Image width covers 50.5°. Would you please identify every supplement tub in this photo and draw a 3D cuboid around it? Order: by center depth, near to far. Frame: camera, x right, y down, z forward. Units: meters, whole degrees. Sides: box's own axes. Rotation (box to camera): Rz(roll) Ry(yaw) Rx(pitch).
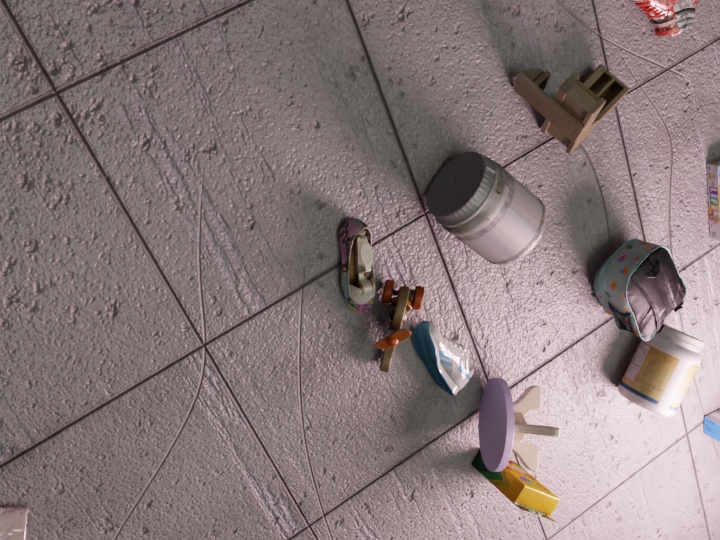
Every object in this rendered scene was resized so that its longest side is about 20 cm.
[{"bbox_3d":[0.733,0.238,1.856,0.145,0.145,0.200,20,98,-31],"label":"supplement tub"}]

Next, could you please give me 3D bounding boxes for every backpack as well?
[{"bbox_3d":[0.623,0.028,1.722,0.176,0.153,0.200,-42,130,-10],"label":"backpack"}]

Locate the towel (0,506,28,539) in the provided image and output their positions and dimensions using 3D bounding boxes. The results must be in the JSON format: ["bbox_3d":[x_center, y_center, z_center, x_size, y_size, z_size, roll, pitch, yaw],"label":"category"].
[{"bbox_3d":[-0.661,0.490,1.256,0.200,0.032,0.191,7,70,-29],"label":"towel"}]

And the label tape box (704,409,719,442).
[{"bbox_3d":[1.069,0.419,2.089,0.200,0.143,0.066,-21,116,-19],"label":"label tape box"}]

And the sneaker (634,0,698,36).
[{"bbox_3d":[0.615,-0.538,1.571,0.201,0.067,0.108,-9,109,-27],"label":"sneaker"}]

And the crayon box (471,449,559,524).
[{"bbox_3d":[0.357,0.484,1.720,0.127,0.200,0.051,28,93,-32],"label":"crayon box"}]

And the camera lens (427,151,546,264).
[{"bbox_3d":[0.248,-0.116,1.479,0.200,0.160,0.160,32,91,-31],"label":"camera lens"}]

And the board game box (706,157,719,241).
[{"bbox_3d":[0.909,-0.187,1.860,0.134,0.034,0.200,-25,117,-18],"label":"board game box"}]

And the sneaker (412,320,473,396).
[{"bbox_3d":[0.173,0.170,1.598,0.081,0.076,0.200,-42,127,-18],"label":"sneaker"}]

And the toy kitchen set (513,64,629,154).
[{"bbox_3d":[0.420,-0.370,1.486,0.163,0.200,0.180,44,84,10],"label":"toy kitchen set"}]

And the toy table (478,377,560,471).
[{"bbox_3d":[0.341,0.342,1.686,0.117,0.184,0.200,6,95,-19],"label":"toy table"}]

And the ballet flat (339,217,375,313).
[{"bbox_3d":[0.000,0.000,1.446,0.069,0.071,0.200,-14,114,-23],"label":"ballet flat"}]

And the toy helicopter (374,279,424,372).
[{"bbox_3d":[0.067,0.125,1.501,0.079,0.132,0.200,12,122,0],"label":"toy helicopter"}]
